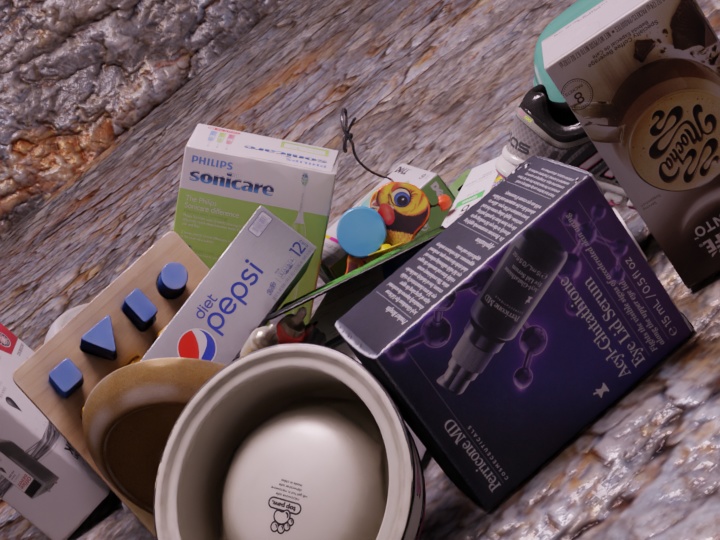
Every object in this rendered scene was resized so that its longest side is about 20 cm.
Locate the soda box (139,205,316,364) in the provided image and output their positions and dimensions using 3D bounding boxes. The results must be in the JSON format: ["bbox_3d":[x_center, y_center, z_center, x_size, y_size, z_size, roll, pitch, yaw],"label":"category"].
[{"bbox_3d":[-0.121,0.047,1.259,0.201,0.063,0.068,-54,-2,-19],"label":"soda box"}]

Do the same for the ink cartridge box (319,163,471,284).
[{"bbox_3d":[0.042,-0.054,1.520,0.199,0.060,0.104,-41,19,-7],"label":"ink cartridge box"}]

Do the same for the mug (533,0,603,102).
[{"bbox_3d":[0.220,-0.157,1.293,0.114,0.152,0.186,-32,20,24],"label":"mug"}]

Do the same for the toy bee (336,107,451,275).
[{"bbox_3d":[0.030,-0.040,1.387,0.107,0.203,0.131,2,22,4],"label":"toy bee"}]

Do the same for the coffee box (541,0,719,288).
[{"bbox_3d":[0.231,-0.105,1.079,0.112,0.201,0.080,-32,16,17],"label":"coffee box"}]

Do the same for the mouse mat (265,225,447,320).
[{"bbox_3d":[0.000,0.000,1.230,0.159,0.008,0.200,-26,0,2],"label":"mouse mat"}]

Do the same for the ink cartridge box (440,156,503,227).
[{"bbox_3d":[0.125,-0.039,1.351,0.108,0.051,0.201,-23,23,38],"label":"ink cartridge box"}]

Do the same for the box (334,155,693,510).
[{"bbox_3d":[0.107,0.041,1.053,0.200,0.148,0.104,-41,20,-6],"label":"box"}]

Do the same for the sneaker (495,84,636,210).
[{"bbox_3d":[0.207,-0.102,1.166,0.197,0.089,0.074,7,25,4],"label":"sneaker"}]

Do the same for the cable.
[{"bbox_3d":[-0.095,0.090,1.195,0.097,0.050,0.200,-43,2,-42],"label":"cable"}]

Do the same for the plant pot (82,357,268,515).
[{"bbox_3d":[-0.124,0.146,1.160,0.199,0.200,0.028,-26,34,31],"label":"plant pot"}]

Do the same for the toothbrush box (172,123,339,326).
[{"bbox_3d":[-0.107,-0.023,1.431,0.143,0.203,0.086,10,20,-2],"label":"toothbrush box"}]

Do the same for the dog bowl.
[{"bbox_3d":[-0.042,0.157,1.032,0.197,0.074,0.203,-8,69,22],"label":"dog bowl"}]

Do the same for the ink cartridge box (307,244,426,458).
[{"bbox_3d":[0.009,0.081,1.229,0.144,0.084,0.201,-25,24,39],"label":"ink cartridge box"}]

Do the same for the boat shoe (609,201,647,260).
[{"bbox_3d":[0.175,-0.035,1.236,0.068,0.072,0.200,-33,29,4],"label":"boat shoe"}]

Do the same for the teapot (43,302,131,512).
[{"bbox_3d":[-0.226,0.130,1.463,0.195,0.148,0.199,21,21,25],"label":"teapot"}]

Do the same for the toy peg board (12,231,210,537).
[{"bbox_3d":[-0.169,0.095,1.315,0.200,0.199,0.098,-43,1,-17],"label":"toy peg board"}]

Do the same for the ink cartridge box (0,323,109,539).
[{"bbox_3d":[-0.341,0.156,1.500,0.083,0.200,0.147,-43,18,14],"label":"ink cartridge box"}]
